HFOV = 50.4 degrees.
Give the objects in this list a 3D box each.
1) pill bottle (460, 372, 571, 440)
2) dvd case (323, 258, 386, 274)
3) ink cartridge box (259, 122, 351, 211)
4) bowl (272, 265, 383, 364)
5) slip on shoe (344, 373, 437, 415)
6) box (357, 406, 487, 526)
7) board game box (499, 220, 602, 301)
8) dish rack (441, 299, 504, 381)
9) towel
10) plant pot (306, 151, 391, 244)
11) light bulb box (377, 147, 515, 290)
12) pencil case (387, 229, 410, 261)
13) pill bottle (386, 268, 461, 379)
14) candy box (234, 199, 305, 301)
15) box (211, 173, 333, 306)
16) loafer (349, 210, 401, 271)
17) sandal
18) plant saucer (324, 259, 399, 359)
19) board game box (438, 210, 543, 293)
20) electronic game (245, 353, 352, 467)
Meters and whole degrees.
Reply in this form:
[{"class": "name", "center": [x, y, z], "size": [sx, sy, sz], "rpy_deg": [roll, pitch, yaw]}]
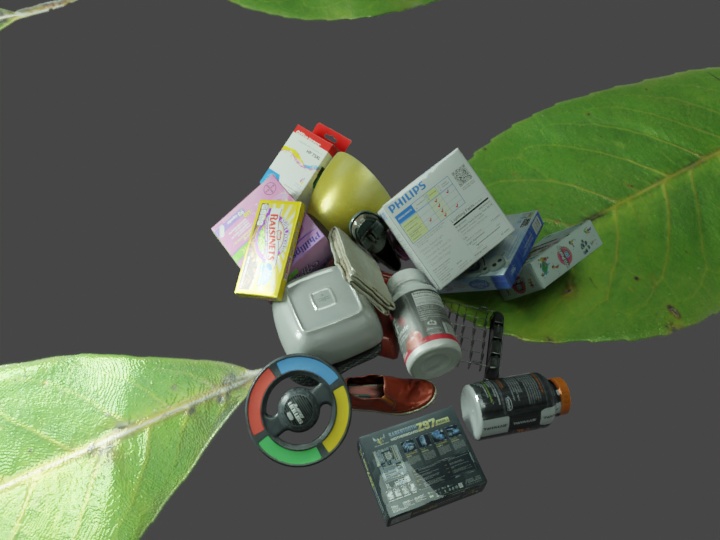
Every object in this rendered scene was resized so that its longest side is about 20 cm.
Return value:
[{"class": "pill bottle", "center": [0.298, 0.254, 1.453], "size": [0.195, 0.107, 0.108], "rpy_deg": [-7, 54, -13]}, {"class": "dvd case", "center": [-0.041, 0.058, 1.609], "size": [0.140, 0.018, 0.202], "rpy_deg": [20, 54, 6]}, {"class": "ink cartridge box", "center": [-0.122, -0.244, 1.726], "size": [0.115, 0.067, 0.202], "rpy_deg": [31, 86, 28]}, {"class": "bowl", "center": [-0.070, 0.077, 1.482], "size": [0.196, 0.076, 0.202], "rpy_deg": [-19, 49, -10]}, {"class": "slip on shoe", "center": [0.053, 0.233, 1.465], "size": [0.195, 0.062, 0.075], "rpy_deg": [2, 51, -8]}, {"class": "box", "center": [0.110, 0.353, 1.390], "size": [0.196, 0.052, 0.160], "rpy_deg": [-15, 57, -17]}, {"class": "board game box", "center": [0.400, -0.022, 1.642], "size": [0.198, 0.147, 0.065], "rpy_deg": [-32, 92, -27]}, {"class": "dish rack", "center": [0.198, 0.134, 1.564], "size": [0.195, 0.055, 0.156], "rpy_deg": [12, 52, 4]}, {"class": "towel", "center": [0.000, 0.000, 1.501], "size": [0.034, 0.132, 0.201], "rpy_deg": [-42, 28, 13]}, {"class": "plant pot", "center": [-0.035, -0.131, 1.659], "size": [0.142, 0.201, 0.200], "rpy_deg": [-43, 67, -13]}, {"class": "light bulb box", "center": [0.169, -0.100, 1.543], "size": [0.197, 0.125, 0.202], "rpy_deg": [-36, 92, -4]}, {"class": "pencil case", "center": [0.157, -0.100, 1.696], "size": [0.198, 0.088, 0.088], "rpy_deg": [-31, 62, -16]}, {"class": "pill bottle", "center": [0.115, 0.098, 1.483], "size": [0.108, 0.112, 0.203], "rpy_deg": [-8, 51, -13]}, {"class": "candy box", "center": [-0.178, -0.043, 1.510], "size": [0.100, 0.026, 0.205], "rpy_deg": [5, 71, 22]}, {"class": "box", "center": [-0.179, -0.060, 1.589], "size": [0.175, 0.097, 0.201], "rpy_deg": [-40, 65, -2]}, {"class": "loafer", "center": [0.040, -0.059, 1.597], "size": [0.072, 0.200, 0.063], "rpy_deg": [-46, 59, -1]}, {"class": "sandal", "center": [-0.052, 0.174, 1.497], "size": [0.196, 0.048, 0.077], "rpy_deg": [-17, 86, -10]}, {"class": "plant saucer", "center": [0.003, 0.067, 1.574], "size": [0.195, 0.037, 0.203], "rpy_deg": [14, 53, 4]}, {"class": "board game box", "center": [0.268, -0.037, 1.631], "size": [0.196, 0.044, 0.201], "rpy_deg": [-6, 39, 45]}, {"class": "electronic game", "center": [-0.112, 0.254, 1.391], "size": [0.195, 0.042, 0.206], "rpy_deg": [0, 85, -5]}]
